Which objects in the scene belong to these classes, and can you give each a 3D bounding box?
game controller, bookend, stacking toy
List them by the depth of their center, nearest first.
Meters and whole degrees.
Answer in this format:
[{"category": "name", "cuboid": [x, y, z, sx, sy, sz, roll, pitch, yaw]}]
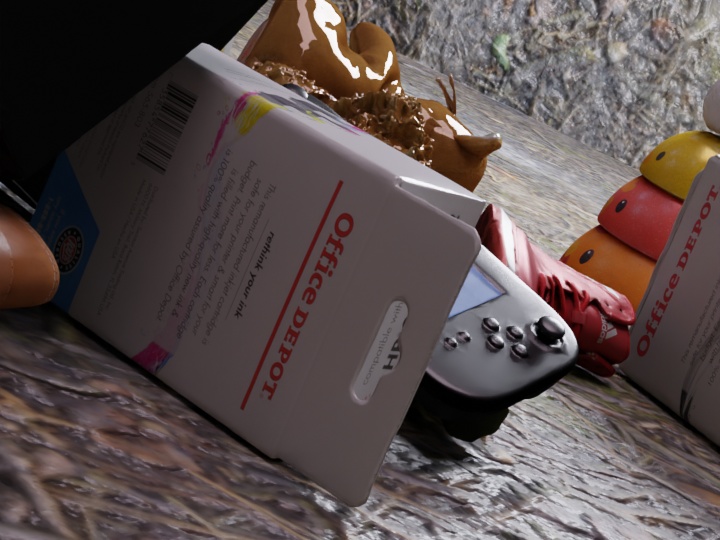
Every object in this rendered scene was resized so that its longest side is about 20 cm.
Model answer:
[{"category": "bookend", "cuboid": [-0.143, -0.130, 0.782, 0.198, 0.093, 0.200, 7, 38, 42]}, {"category": "game controller", "cuboid": [0.004, -0.012, 0.871, 0.200, 0.042, 0.104, 43, 26, 21]}, {"category": "stacking toy", "cuboid": [0.219, -0.041, 1.328, 0.145, 0.201, 0.146, 23, 9, -4]}]

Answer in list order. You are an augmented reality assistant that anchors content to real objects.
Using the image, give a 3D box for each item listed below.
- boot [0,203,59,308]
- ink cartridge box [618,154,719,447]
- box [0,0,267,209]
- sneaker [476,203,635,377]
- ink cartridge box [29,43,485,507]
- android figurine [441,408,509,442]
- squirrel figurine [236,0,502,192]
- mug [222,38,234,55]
[{"category": "boot", "cuboid": [-0.153, -0.004, 0.632, 0.200, 0.074, 0.154, 36, 11, 40]}, {"category": "ink cartridge box", "cuboid": [0.252, 0.038, 1.150, 0.083, 0.146, 0.200, 17, 12, -28]}, {"category": "box", "cuboid": [-0.132, -0.140, 0.979, 0.141, 0.200, 0.079, 35, -11, 43]}, {"category": "sneaker", "cuboid": [0.109, 0.017, 1.128, 0.115, 0.079, 0.200, 22, 11, -3]}, {"category": "ink cartridge box", "cuboid": [-0.032, -0.004, 0.780, 0.199, 0.116, 0.068, 32, 13, 33]}, {"category": "android figurine", "cuboid": [0.000, 0.000, 0.942, 0.181, 0.041, 0.200, 18, 27, -30]}, {"category": "squirrel figurine", "cuboid": [-0.002, -0.089, 1.347, 0.186, 0.142, 0.200, 33, 22, -12]}, {"category": "mug", "cuboid": [-0.125, -0.151, 1.165, 0.149, 0.154, 0.186, 24, 3, -37]}]
